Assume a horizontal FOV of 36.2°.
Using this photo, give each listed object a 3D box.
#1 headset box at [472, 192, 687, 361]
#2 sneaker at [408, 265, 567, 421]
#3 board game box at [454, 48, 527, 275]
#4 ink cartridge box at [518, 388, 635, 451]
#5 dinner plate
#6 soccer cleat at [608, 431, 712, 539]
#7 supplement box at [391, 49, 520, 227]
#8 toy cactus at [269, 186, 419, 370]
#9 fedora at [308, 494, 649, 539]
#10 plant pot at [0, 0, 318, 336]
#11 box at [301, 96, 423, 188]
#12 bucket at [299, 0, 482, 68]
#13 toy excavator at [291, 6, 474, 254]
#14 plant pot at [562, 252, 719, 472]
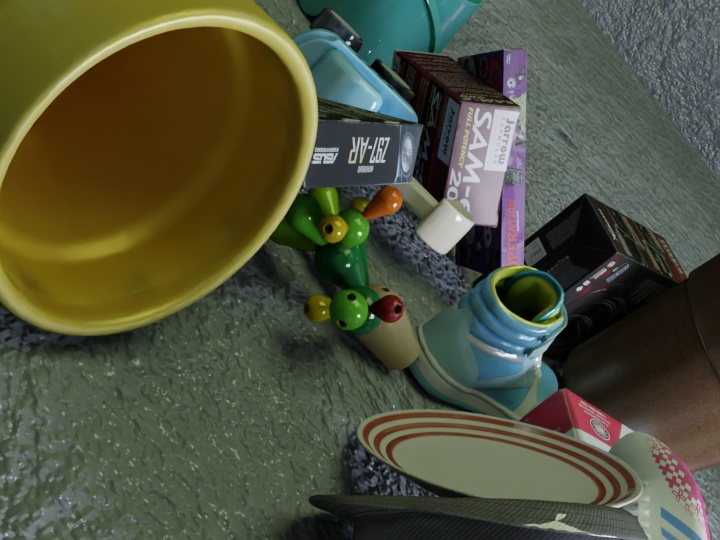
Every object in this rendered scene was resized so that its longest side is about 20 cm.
[{"bbox_3d":[0.233,0.019,1.114,0.199,0.148,0.078,20,39,-48],"label":"headset box"},{"bbox_3d":[0.140,0.063,0.922,0.199,0.130,0.080,19,38,-48],"label":"sneaker"},{"bbox_3d":[0.120,-0.099,1.025,0.032,0.204,0.120,-2,7,-19],"label":"board game box"},{"bbox_3d":[0.199,0.215,0.871,0.147,0.085,0.202,33,32,-28],"label":"ink cartridge box"},{"bbox_3d":[0.093,0.134,0.756,0.197,0.025,0.200,10,7,-1],"label":"dinner plate"},{"bbox_3d":[0.195,0.185,0.742,0.085,0.070,0.202,21,35,-27],"label":"soccer cleat"},{"bbox_3d":[0.076,-0.127,1.013,0.060,0.111,0.200,2,22,-17],"label":"supplement box"},{"bbox_3d":[0.000,0.000,0.823,0.166,0.102,0.200,56,-2,-29],"label":"toy cactus"},{"bbox_3d":[0.066,0.183,0.634,0.177,0.196,0.092,69,23,-70],"label":"fedora"},{"bbox_3d":[-0.153,-0.101,0.608,0.199,0.202,0.189,11,31,-53],"label":"plant pot"},{"bbox_3d":[-0.078,-0.104,0.756,0.197,0.044,0.160,18,13,24],"label":"box"},{"bbox_3d":[0.032,-0.322,1.245,0.206,0.135,0.209,37,28,-24],"label":"bucket"},{"bbox_3d":[0.004,-0.109,0.913,0.194,0.100,0.200,42,14,-14],"label":"toy excavator"},{"bbox_3d":[0.314,0.107,1.054,0.200,0.197,0.202,41,32,-33],"label":"plant pot"}]
